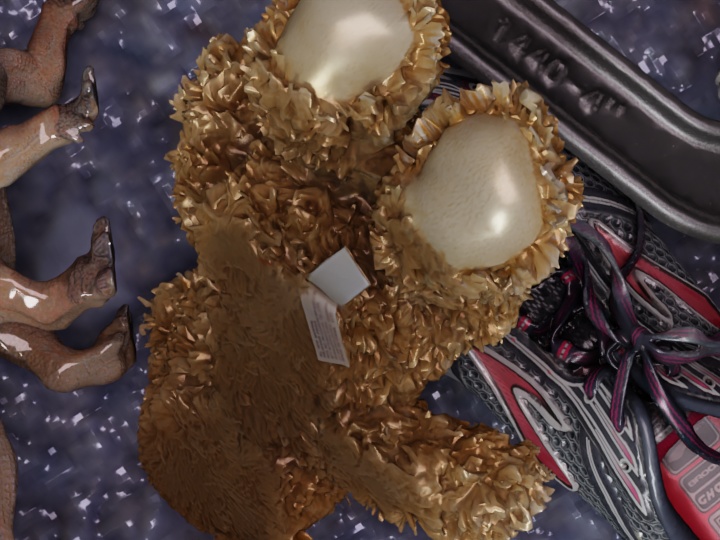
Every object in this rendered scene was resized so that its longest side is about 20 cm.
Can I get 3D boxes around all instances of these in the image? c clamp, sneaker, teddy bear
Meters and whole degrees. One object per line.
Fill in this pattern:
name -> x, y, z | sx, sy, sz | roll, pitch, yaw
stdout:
c clamp -> 0.098, -0.099, 0.803 | 0.199, 0.027, 0.171 | 32, 76, -4
sneaker -> 0.068, 0.018, 0.786 | 0.200, 0.075, 0.081 | 43, 89, 0
teddy bear -> 0.000, 0.000, 0.736 | 0.145, 0.201, 0.067 | 33, 48, 26

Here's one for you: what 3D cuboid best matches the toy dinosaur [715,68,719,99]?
toy dinosaur -> 0.166, -0.002, 0.721 | 0.200, 0.077, 0.102 | 34, 76, 15

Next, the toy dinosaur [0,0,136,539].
toy dinosaur -> -0.134, -0.019, 0.775 | 0.135, 0.086, 0.201 | -6, 91, -2
